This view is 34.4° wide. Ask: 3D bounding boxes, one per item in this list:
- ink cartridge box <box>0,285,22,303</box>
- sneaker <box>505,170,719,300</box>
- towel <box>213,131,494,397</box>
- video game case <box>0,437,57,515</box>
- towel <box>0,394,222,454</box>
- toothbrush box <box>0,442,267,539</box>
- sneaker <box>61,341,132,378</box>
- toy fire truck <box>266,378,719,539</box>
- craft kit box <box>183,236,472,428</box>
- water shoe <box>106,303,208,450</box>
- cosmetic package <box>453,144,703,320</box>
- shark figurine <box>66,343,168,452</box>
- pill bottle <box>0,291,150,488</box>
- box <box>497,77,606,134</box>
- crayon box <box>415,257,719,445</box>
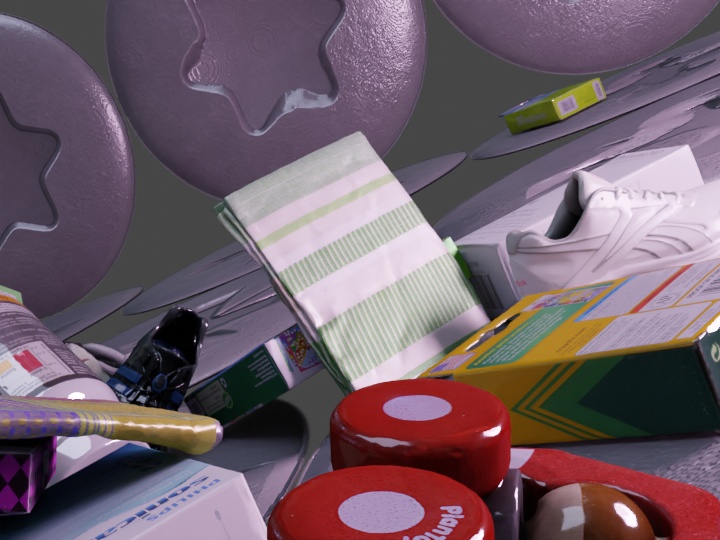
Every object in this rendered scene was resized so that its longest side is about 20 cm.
[{"bbox_3d":[-0.361,0.111,1.052,0.084,0.202,0.146,-20,-18,12],"label":"ink cartridge box"},{"bbox_3d":[0.196,-0.035,0.848,0.199,0.100,0.078,-26,9,-12],"label":"sneaker"},{"bbox_3d":[0.000,0.000,0.886,0.152,0.201,0.023,-29,-14,-32],"label":"towel"},{"bbox_3d":[-0.267,0.108,0.651,0.179,0.036,0.200,3,-4,-10],"label":"video game case"},{"bbox_3d":[-0.186,0.080,0.616,0.199,0.023,0.143,8,-5,-39],"label":"towel"},{"bbox_3d":[-0.139,0.166,0.604,0.146,0.086,0.200,-28,8,-27],"label":"toothbrush box"},{"bbox_3d":[-0.287,0.130,1.134,0.199,0.116,0.075,-22,9,14],"label":"sneaker"},{"bbox_3d":[0.064,0.112,0.375,0.166,0.113,0.200,3,15,11],"label":"toy fire truck"},{"bbox_3d":[-0.031,0.058,0.977,0.197,0.049,0.200,-33,-1,-31],"label":"craft kit box"},{"bbox_3d":[-0.182,0.100,0.978,0.079,0.071,0.201,-57,12,32],"label":"water shoe"},{"bbox_3d":[0.182,-0.032,0.968,0.199,0.075,0.102,-29,10,-19],"label":"cosmetic package"},{"bbox_3d":[-0.254,0.177,0.988,0.090,0.128,0.215,-50,8,42],"label":"shark figurine"},{"bbox_3d":[-0.252,0.110,0.879,0.116,0.117,0.199,-30,50,-34],"label":"pill bottle"},{"bbox_3d":[0.369,-0.318,2.262,0.121,0.048,0.200,-27,9,-23],"label":"box"},{"bbox_3d":[0.144,0.046,0.665,0.125,0.052,0.199,-32,12,-40],"label":"crayon box"}]
